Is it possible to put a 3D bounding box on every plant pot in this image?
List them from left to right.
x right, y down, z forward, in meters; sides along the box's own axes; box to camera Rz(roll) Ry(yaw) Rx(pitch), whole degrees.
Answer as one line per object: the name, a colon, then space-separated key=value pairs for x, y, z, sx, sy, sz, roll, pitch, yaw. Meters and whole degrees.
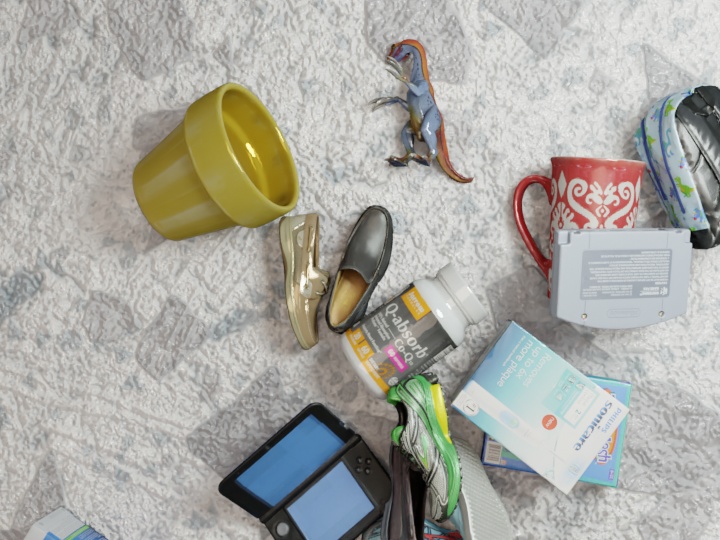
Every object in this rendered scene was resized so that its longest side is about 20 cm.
plant pot: x=-0.217 y=-0.139 z=1.276 sx=0.187 sy=0.200 sz=0.203 roll=-23 pitch=88 yaw=20

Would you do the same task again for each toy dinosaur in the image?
toy dinosaur: x=0.084 y=-0.245 z=1.318 sx=0.199 sy=0.105 sz=0.184 roll=21 pitch=76 yaw=-32

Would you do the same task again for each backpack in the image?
backpack: x=0.473 y=-0.155 z=1.228 sx=0.162 sy=0.153 sz=0.202 roll=-30 pitch=108 yaw=-16

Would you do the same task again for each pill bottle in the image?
pill bottle: x=0.077 y=0.085 z=1.276 sx=0.199 sy=0.116 sz=0.117 roll=-37 pitch=87 yaw=4

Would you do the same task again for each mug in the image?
mug: x=0.317 y=-0.057 z=1.270 sx=0.132 sy=0.177 sz=0.203 roll=1 pitch=95 yaw=-32

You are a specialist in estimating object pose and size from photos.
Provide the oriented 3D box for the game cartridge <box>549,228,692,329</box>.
game cartridge: x=0.347 y=0.011 z=1.187 sx=0.197 sy=0.040 sz=0.135 roll=0 pitch=96 yaw=-14

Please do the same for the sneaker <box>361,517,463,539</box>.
sneaker: x=0.097 y=0.406 z=1.283 sx=0.197 sy=0.096 sz=0.080 roll=10 pitch=90 yaw=5

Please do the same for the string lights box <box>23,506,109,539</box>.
string lights box: x=-0.402 y=0.444 z=1.324 sx=0.199 sy=0.103 sz=0.059 roll=33 pitch=92 yaw=5

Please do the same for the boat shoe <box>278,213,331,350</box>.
boat shoe: x=-0.077 y=0.015 z=1.313 sx=0.064 sy=0.071 sz=0.203 roll=-8 pitch=88 yaw=6

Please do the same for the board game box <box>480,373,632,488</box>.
board game box: x=0.284 y=0.222 z=1.292 sx=0.197 sy=0.045 sz=0.154 roll=9 pitch=90 yaw=6

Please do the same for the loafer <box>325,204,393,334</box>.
loafer: x=0.000 y=0.000 z=1.306 sx=0.072 sy=0.072 sz=0.202 roll=16 pitch=90 yaw=6

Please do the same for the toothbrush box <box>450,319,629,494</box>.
toothbrush box: x=0.245 y=0.186 z=1.232 sx=0.199 sy=0.085 sz=0.147 roll=38 pitch=93 yaw=4

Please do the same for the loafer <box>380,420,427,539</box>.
loafer: x=0.079 y=0.305 z=1.270 sx=0.063 sy=0.072 sz=0.202 roll=-13 pitch=58 yaw=42

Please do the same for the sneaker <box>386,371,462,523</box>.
sneaker: x=0.084 y=0.248 z=1.225 sx=0.084 sy=0.078 sz=0.202 roll=-11 pitch=77 yaw=-16

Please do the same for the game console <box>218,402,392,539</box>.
game console: x=-0.073 y=0.322 z=1.283 sx=0.200 sy=0.118 sz=0.171 roll=-41 pitch=69 yaw=4

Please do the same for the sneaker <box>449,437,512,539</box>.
sneaker: x=0.157 y=0.347 z=1.276 sx=0.073 sy=0.082 sz=0.202 roll=-3 pitch=63 yaw=-27
